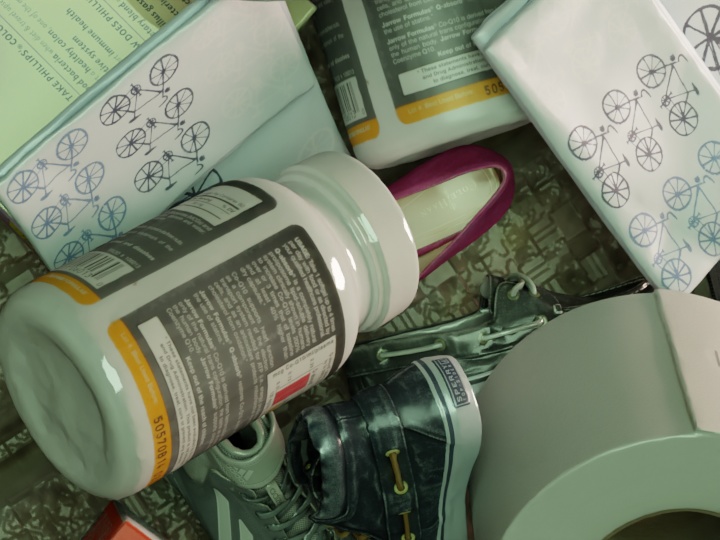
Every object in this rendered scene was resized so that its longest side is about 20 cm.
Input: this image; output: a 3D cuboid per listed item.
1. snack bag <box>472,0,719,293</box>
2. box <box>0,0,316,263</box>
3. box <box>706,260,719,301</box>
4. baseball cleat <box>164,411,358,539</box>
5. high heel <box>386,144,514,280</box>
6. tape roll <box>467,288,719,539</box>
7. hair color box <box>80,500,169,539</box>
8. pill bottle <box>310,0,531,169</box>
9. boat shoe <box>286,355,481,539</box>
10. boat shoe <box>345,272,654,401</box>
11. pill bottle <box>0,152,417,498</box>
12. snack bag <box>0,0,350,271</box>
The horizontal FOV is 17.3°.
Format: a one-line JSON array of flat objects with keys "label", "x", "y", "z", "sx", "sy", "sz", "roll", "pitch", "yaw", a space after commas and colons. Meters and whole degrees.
[{"label": "snack bag", "x": 0.181, "y": -0.115, "z": 1.289, "sx": 0.200, "sy": 0.021, "sz": 0.189, "roll": -43, "pitch": 107, "yaw": -18}, {"label": "box", "x": -0.157, "y": -0.129, "z": 1.297, "sx": 0.176, "sy": 0.097, "sz": 0.200, "roll": 44, "pitch": 82, "yaw": -3}, {"label": "box", "x": 0.265, "y": -0.077, "z": 1.373, "sx": 0.159, "sy": 0.044, "sz": 0.201, "roll": -13, "pitch": 89, "yaw": -7}, {"label": "baseball cleat", "x": -0.052, "y": 0.130, "z": 1.292, "sx": 0.200, "sy": 0.106, "sz": 0.070, "roll": 45, "pitch": 69, "yaw": -6}, {"label": "high heel", "x": 0.000, "y": 0.000, "z": 1.310, "sx": 0.199, "sy": 0.096, "sz": 0.068, "roll": -31, "pitch": 91, "yaw": -8}, {"label": "tape roll", "x": 0.159, "y": 0.131, "z": 1.261, "sx": 0.201, "sy": 0.139, "sz": 0.204, "roll": -1, "pitch": 120, "yaw": -2}, {"label": "hair color box", "x": -0.105, "y": 0.176, "z": 1.236, "sx": 0.101, "sy": 0.200, "sz": 0.061, "roll": 38, "pitch": 84, "yaw": -4}, {"label": "pill bottle", "x": 0.025, "y": -0.165, "z": 1.310, "sx": 0.116, "sy": 0.116, "sz": 0.201, "roll": -17, "pitch": 90, "yaw": -8}, {"label": "boat shoe", "x": 0.006, "y": 0.118, "z": 1.263, "sx": 0.090, "sy": 0.201, "sz": 0.071, "roll": -16, "pitch": 56, "yaw": -14}, {"label": "boat shoe", "x": 0.085, "y": 0.036, "z": 1.330, "sx": 0.199, "sy": 0.072, "sz": 0.071, "roll": -21, "pitch": 94, "yaw": -6}, {"label": "pill bottle", "x": -0.074, "y": 0.022, "z": 1.204, "sx": 0.200, "sy": 0.116, "sz": 0.117, "roll": -29, "pitch": 91, "yaw": -31}, {"label": "snack bag", "x": -0.091, "y": -0.047, "z": 1.256, "sx": 0.188, "sy": 0.200, "sz": 0.021, "roll": -42, "pitch": 54, "yaw": -14}]
